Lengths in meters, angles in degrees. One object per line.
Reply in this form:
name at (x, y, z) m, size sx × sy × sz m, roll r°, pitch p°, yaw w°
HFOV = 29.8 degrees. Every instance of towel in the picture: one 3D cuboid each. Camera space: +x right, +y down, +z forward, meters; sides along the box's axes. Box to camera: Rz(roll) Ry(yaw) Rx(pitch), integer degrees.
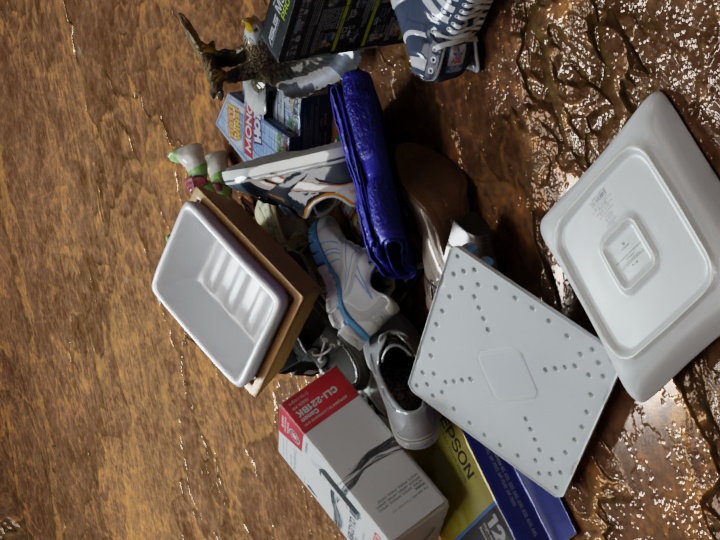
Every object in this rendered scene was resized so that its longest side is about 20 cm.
towel at (0.013, -0.097, 1.438) m, size 0.148 × 0.049 × 0.201 m, roll 65°, pitch -167°, yaw -71°

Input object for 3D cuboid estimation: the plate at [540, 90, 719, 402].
plate at (0.238, -0.016, 1.154) m, size 0.200 × 0.032 × 0.201 m, roll -54°, pitch 53°, yaw 46°

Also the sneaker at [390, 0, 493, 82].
sneaker at (0.098, -0.245, 1.291) m, size 0.200 × 0.070 × 0.109 m, roll -12°, pitch 91°, yaw 63°

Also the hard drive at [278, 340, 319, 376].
hard drive at (-0.109, 0.035, 1.682) m, size 0.201 × 0.038 × 0.140 m, roll 63°, pitch -169°, yaw 14°

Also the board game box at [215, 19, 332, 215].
board game box at (-0.112, -0.202, 1.688) m, size 0.200 × 0.061 × 0.201 m, roll 38°, pitch 133°, yaw 48°

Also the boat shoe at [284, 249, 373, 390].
boat shoe at (-0.059, 0.061, 1.577) m, size 0.067 × 0.057 × 0.200 m, roll -50°, pitch 62°, yaw 34°

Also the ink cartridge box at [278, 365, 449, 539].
ink cartridge box at (-0.001, 0.228, 1.505) m, size 0.200 × 0.084 × 0.145 m, roll 48°, pitch 159°, yaw 20°

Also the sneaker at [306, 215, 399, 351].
sneaker at (0.000, 0.000, 1.536) m, size 0.075 × 0.086 × 0.201 m, roll 44°, pitch -162°, yaw -42°

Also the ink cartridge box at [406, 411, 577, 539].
ink cartridge box at (0.131, 0.238, 1.460) m, size 0.198 × 0.047 × 0.200 m, roll 64°, pitch 151°, yaw 23°

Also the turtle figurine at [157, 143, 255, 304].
turtle figurine at (-0.218, -0.060, 1.853) m, size 0.200 × 0.143 × 0.195 m, roll -38°, pitch 65°, yaw 55°

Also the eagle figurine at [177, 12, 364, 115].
eagle figurine at (-0.092, -0.268, 1.542) m, size 0.152 × 0.199 × 0.151 m, roll 62°, pitch -175°, yaw -15°

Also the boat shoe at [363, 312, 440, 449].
boat shoe at (0.040, 0.103, 1.483) m, size 0.201 × 0.072 × 0.069 m, roll -97°, pitch -2°, yaw -47°

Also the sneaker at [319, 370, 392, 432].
sneaker at (0.014, 0.121, 1.604) m, size 0.200 × 0.075 × 0.081 m, roll 43°, pitch 116°, yaw 49°

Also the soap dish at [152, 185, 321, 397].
soap dish at (-0.143, 0.022, 1.560) m, size 0.200 × 0.081 × 0.158 m, roll 44°, pitch 126°, yaw 25°

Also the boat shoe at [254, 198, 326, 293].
boat shoe at (-0.078, -0.047, 1.679) m, size 0.200 × 0.073 × 0.063 m, roll 51°, pitch 144°, yaw 40°

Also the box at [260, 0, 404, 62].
box at (-0.003, -0.304, 1.352) m, size 0.044 × 0.160 × 0.200 m, roll 57°, pitch 146°, yaw 28°

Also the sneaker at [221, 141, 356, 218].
sneaker at (-0.078, -0.098, 1.568) m, size 0.199 × 0.078 × 0.080 m, roll -4°, pitch 108°, yaw 41°

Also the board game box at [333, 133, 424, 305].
board game box at (0.016, -0.067, 1.560) m, size 0.201 × 0.023 × 0.105 m, roll 63°, pitch 146°, yaw 23°

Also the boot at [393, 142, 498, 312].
boot at (0.085, -0.023, 1.416) m, size 0.200 × 0.070 × 0.147 m, roll -122°, pitch 25°, yaw -44°

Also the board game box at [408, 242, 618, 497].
board game box at (0.149, 0.097, 1.321) m, size 0.200 × 0.026 × 0.201 m, roll 35°, pitch 134°, yaw 22°
